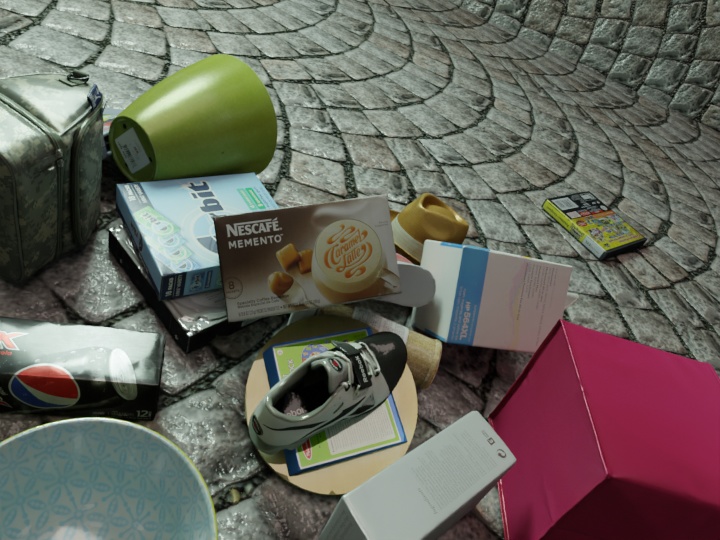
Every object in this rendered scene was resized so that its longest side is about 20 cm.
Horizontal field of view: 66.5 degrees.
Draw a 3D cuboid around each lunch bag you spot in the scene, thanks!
[{"bbox_3d":[-0.373,-0.116,0.630,0.137,0.202,0.168,29,39,4],"label":"lunch bag"}]

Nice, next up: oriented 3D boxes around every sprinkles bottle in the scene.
[{"bbox_3d":[0.005,0.086,0.706,0.196,0.069,0.069,22,38,-3],"label":"sprinkles bottle"}]

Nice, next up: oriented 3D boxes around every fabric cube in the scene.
[{"bbox_3d":[0.278,0.212,0.606,0.195,0.202,0.198,15,40,-8],"label":"fabric cube"}]

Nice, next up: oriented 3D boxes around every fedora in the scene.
[{"bbox_3d":[0.116,-0.069,0.898,0.197,0.083,0.202,26,25,-13],"label":"fedora"}]

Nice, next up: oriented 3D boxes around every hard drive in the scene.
[{"bbox_3d":[-0.216,0.001,0.712,0.138,0.038,0.200,-21,56,-42],"label":"hard drive"}]

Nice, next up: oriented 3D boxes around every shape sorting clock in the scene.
[{"bbox_3d":[-0.031,0.144,0.617,0.195,0.039,0.204,8,57,-12],"label":"shape sorting clock"}]

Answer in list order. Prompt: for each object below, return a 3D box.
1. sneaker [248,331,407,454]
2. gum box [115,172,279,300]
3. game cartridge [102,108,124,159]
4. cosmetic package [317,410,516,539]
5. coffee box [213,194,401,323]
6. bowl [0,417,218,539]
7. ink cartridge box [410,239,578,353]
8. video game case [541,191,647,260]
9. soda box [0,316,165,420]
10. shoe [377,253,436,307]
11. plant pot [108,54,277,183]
[{"bbox_3d":[-0.019,0.113,0.564,0.198,0.089,0.074,-29,68,-31],"label":"sneaker"},{"bbox_3d":[-0.194,-0.055,0.721,0.197,0.045,0.171,-13,52,-36],"label":"gum box"},{"bbox_3d":[-0.390,-0.202,0.806,0.130,0.042,0.201,3,27,14],"label":"game cartridge"},{"bbox_3d":[0.058,0.230,0.548,0.197,0.103,0.074,-15,51,-40],"label":"cosmetic package"},{"bbox_3d":[-0.062,-0.013,0.634,0.195,0.080,0.117,-8,87,-13],"label":"coffee box"},{"bbox_3d":[-0.210,0.226,0.402,0.196,0.109,0.202,15,39,-12],"label":"bowl"},{"bbox_3d":[0.191,0.039,0.775,0.195,0.129,0.128,10,3,-17],"label":"ink cartridge box"},{"bbox_3d":[0.527,-0.107,1.238,0.197,0.026,0.182,-13,52,-39],"label":"video game case"},{"bbox_3d":[-0.298,0.096,0.539,0.195,0.064,0.072,8,41,-19],"label":"soda box"},{"bbox_3d":[0.000,0.000,0.738,0.195,0.073,0.091,15,3,-7],"label":"shoe"},{"bbox_3d":[-0.251,-0.197,0.795,0.185,0.189,0.200,34,39,13],"label":"plant pot"}]
